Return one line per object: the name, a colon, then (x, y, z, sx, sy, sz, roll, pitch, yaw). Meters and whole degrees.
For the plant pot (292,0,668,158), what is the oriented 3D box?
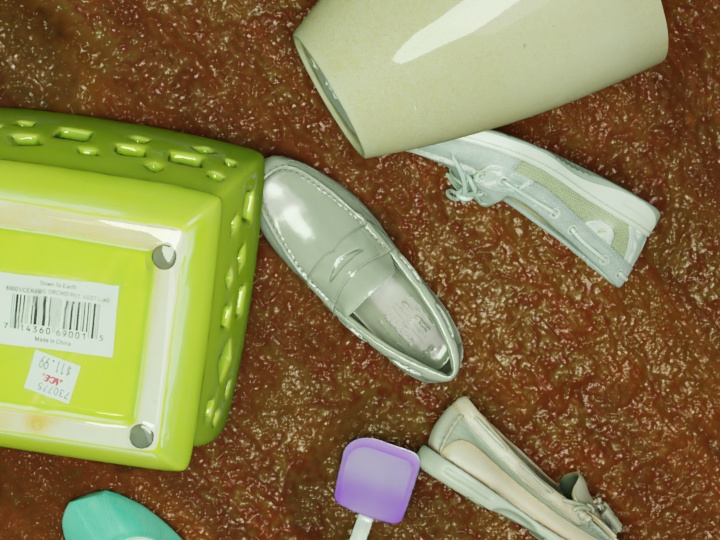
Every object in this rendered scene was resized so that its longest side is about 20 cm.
plant pot: (0.064, -0.163, 1.132, 0.199, 0.187, 0.188, -32, 105, -3)

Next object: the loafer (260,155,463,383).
loafer: (0.000, 0.000, 1.213, 0.200, 0.070, 0.070, 43, 91, -15)

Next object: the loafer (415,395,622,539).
loafer: (0.136, 0.163, 1.277, 0.199, 0.072, 0.063, 31, 87, -12)

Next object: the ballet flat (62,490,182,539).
ballet flat: (-0.132, 0.236, 1.234, 0.067, 0.070, 0.200, -39, 105, -1)

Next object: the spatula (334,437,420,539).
spatula: (-0.008, 0.215, 1.276, 0.056, 0.021, 0.202, 18, 101, 8)

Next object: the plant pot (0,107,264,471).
plant pot: (-0.173, 0.014, 1.108, 0.198, 0.182, 0.201, 9, 100, 0)

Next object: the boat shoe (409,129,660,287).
boat shoe: (0.114, -0.053, 1.226, 0.201, 0.074, 0.065, 23, 92, -22)
